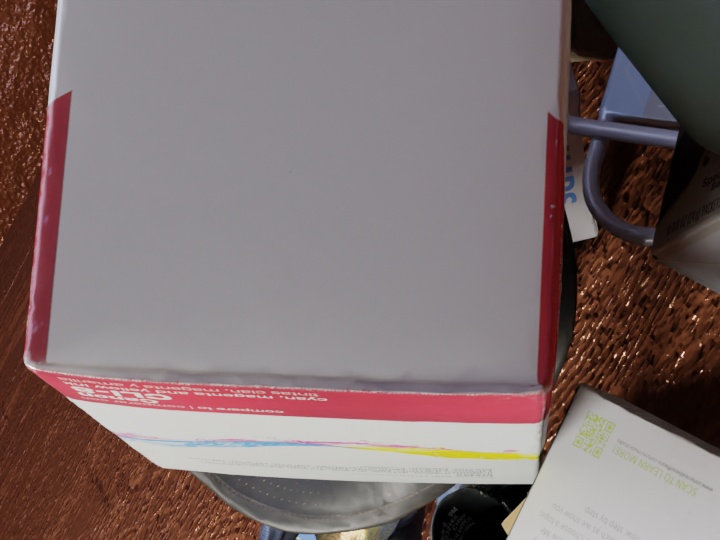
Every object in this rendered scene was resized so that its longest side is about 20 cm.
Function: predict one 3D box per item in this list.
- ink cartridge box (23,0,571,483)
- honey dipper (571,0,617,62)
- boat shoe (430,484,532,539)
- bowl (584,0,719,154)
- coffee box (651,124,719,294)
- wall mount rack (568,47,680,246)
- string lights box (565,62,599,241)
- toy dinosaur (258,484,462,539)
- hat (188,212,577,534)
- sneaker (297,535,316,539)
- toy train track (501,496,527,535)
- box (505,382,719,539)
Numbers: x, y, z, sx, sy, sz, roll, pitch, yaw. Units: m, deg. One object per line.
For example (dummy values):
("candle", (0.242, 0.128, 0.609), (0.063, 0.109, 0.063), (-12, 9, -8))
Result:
("ink cartridge box", (-0.009, -0.017, 0.634), (0.200, 0.143, 0.147), (71, -159, -76))
("honey dipper", (0.134, -0.117, 0.919), (0.038, 0.038, 0.200), (-65, 18, -5))
("boat shoe", (0.060, 0.104, 0.763), (0.199, 0.066, 0.075), (-19, 48, 68))
("bowl", (0.119, -0.147, 0.610), (0.201, 0.104, 0.202), (-50, 23, 30))
("coffee box", (0.175, -0.091, 0.669), (0.113, 0.079, 0.201), (-33, 35, 57))
("wall mount rack", (0.105, -0.117, 0.798), (0.075, 0.172, 0.201), (57, -132, -57))
("string lights box", (0.059, -0.116, 0.936), (0.103, 0.058, 0.201), (74, -175, -52))
("toy dinosaur", (0.003, 0.081, 0.902), (0.182, 0.105, 0.200), (-49, -11, -18))
("hat", (0.000, 0.000, 0.808), (0.201, 0.200, 0.081), (-58, -14, 19))
("sneaker", (0.009, 0.060, 0.961), (0.200, 0.082, 0.074), (-51, 19, 29))
("toy train track", (0.070, 0.148, 0.687), (0.200, 0.032, 0.115), (-51, 60, 36))
("box", (0.078, 0.150, 0.589), (0.144, 0.036, 0.201), (27, 91, 47))
